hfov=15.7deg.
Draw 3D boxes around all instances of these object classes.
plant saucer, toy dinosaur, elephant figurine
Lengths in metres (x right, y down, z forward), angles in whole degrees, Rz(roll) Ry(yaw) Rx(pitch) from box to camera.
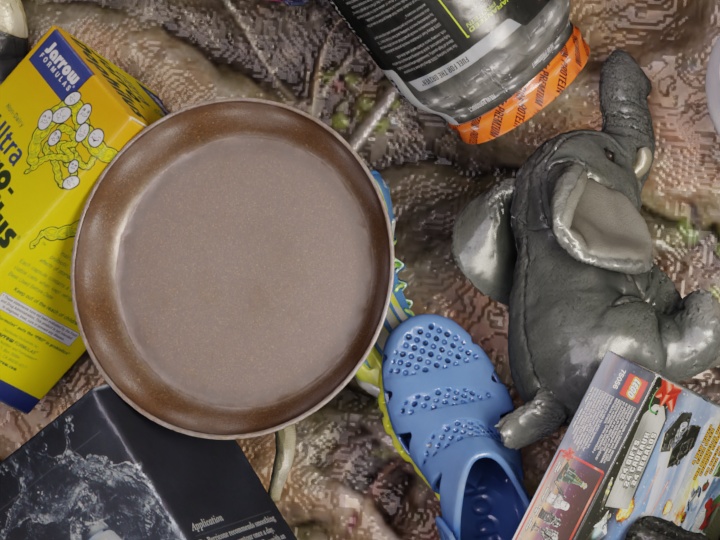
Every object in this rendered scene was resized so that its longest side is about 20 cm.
[{"bbox_3d":[-0.072,0.000,1.530,0.200,0.032,0.201,-2,81,17],"label":"plant saucer"},{"bbox_3d":[-0.062,0.039,1.576,0.088,0.047,0.200,-21,93,48],"label":"toy dinosaur"},{"bbox_3d":[0.126,-0.017,1.542,0.141,0.155,0.200,-22,87,14],"label":"elephant figurine"}]

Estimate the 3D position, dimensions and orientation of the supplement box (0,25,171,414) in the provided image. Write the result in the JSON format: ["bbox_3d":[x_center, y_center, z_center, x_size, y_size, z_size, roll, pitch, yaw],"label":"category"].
[{"bbox_3d":[-0.199,-0.030,1.624,0.200,0.109,0.109,-48,51,7],"label":"supplement box"}]

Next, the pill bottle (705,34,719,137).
[{"bbox_3d":[0.256,-0.101,1.479,0.113,0.200,0.113,-1,86,15],"label":"pill bottle"}]

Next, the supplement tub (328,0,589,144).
[{"bbox_3d":[0.041,-0.181,1.552,0.122,0.123,0.200,-35,106,10],"label":"supplement tub"}]

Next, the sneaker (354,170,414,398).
[{"bbox_3d":[0.000,0.000,1.604,0.200,0.076,0.105,40,96,14],"label":"sneaker"}]

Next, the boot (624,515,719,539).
[{"bbox_3d":[0.224,0.153,1.410,0.158,0.079,0.211,16,73,42],"label":"boot"}]

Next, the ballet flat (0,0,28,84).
[{"bbox_3d":[-0.270,-0.093,1.689,0.066,0.057,0.200,26,93,14],"label":"ballet flat"}]

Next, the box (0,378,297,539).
[{"bbox_3d":[-0.148,0.197,1.587,0.197,0.117,0.200,-38,77,25],"label":"box"}]

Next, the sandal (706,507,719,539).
[{"bbox_3d":[0.198,0.143,1.553,0.080,0.057,0.201,39,96,14],"label":"sandal"}]

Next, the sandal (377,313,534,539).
[{"bbox_3d":[0.068,0.115,1.513,0.079,0.087,0.200,-19,75,-11],"label":"sandal"}]

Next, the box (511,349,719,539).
[{"bbox_3d":[0.138,0.155,1.468,0.040,0.137,0.200,27,91,36],"label":"box"}]

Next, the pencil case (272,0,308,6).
[{"bbox_3d":[-0.045,-0.265,1.622,0.091,0.094,0.200,17,90,23],"label":"pencil case"}]
